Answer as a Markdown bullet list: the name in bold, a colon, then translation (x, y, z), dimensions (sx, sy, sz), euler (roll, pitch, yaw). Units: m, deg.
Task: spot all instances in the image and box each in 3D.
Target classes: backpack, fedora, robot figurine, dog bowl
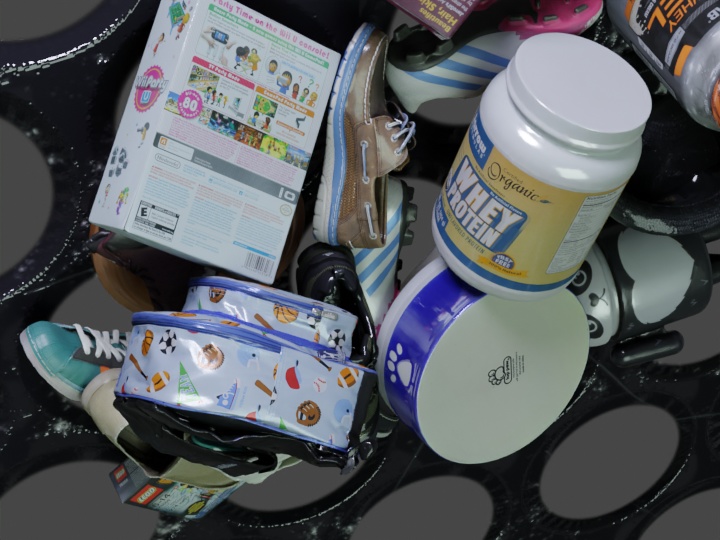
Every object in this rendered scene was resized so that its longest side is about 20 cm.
- **backpack**: translation (-0.100, 0.084, 1.214), dimensions (0.189, 0.156, 0.199), euler (11, 167, -29)
- **fedora**: translation (0.279, -0.112, 1.415), dimensions (0.198, 0.203, 0.092), euler (-10, 167, -17)
- **robot figurine**: translation (0.276, 0.002, 1.503), dimensions (0.198, 0.151, 0.125), euler (-17, 147, -11)
- **dog bowl**: translation (0.116, 0.078, 1.407), dimensions (0.198, 0.079, 0.202), euler (-15, 123, -25)

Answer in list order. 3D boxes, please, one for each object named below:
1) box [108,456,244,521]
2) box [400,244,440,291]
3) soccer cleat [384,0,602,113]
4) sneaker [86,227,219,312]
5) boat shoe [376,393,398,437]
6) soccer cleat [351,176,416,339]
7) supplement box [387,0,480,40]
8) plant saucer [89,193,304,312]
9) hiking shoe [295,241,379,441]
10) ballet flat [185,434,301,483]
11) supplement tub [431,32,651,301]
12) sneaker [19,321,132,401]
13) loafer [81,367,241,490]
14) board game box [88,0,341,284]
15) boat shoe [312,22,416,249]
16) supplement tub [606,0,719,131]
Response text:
- **box**: translation (-0.136, 0.169, 1.493), dimensions (0.200, 0.040, 0.137), euler (-41, 148, 13)
- **box**: translation (0.128, 0.062, 1.519), dimensions (0.199, 0.078, 0.095), euler (25, 115, -39)
- **soccer cleat**: translation (0.115, -0.197, 1.305), dimensions (0.198, 0.070, 0.087), euler (-18, 144, -4)
- **sneaker**: translation (-0.184, 0.004, 1.293), dimensions (0.114, 0.076, 0.202), euler (3, 117, -21)
- **boat shoe**: translation (-0.012, 0.101, 1.490), dimensions (0.060, 0.076, 0.200), euler (-36, 135, 16)
- **soccer cleat**: translation (0.000, 0.000, 1.406), dimensions (0.085, 0.070, 0.202), euler (4, 119, -5)
- **supplement box**: translation (0.070, -0.305, 1.156), dimensions (0.130, 0.104, 0.200), euler (26, 113, -39)
- **plant saucer**: translation (-0.144, -0.031, 1.344), dimensions (0.198, 0.032, 0.202), euler (-13, 132, -15)
- **hiking shoe**: translation (-0.021, 0.081, 1.328), dimensions (0.075, 0.101, 0.202), euler (-11, 108, -4)
- **ballet flat**: translation (-0.084, 0.163, 1.386), dimensions (0.199, 0.069, 0.070), euler (-16, 140, -49)
- **supplement tub**: translation (0.155, -0.087, 1.285), dimensions (0.143, 0.146, 0.201), euler (-2, 138, -24)
- **sneaker**: translation (-0.227, 0.082, 1.381), dimensions (0.080, 0.072, 0.200), euler (-41, 141, 11)
- **loafer**: translation (-0.174, 0.162, 1.373), dimensions (0.076, 0.069, 0.199), euler (-44, 131, 15)
- **board game box**: translation (-0.114, -0.108, 1.200), dimensions (0.147, 0.064, 0.202), euler (22, 83, -37)
- **boat shoe**: translation (0.010, -0.112, 1.280), dimensions (0.072, 0.072, 0.202), euler (15, 120, 10)
- **supplement tub**: translation (0.305, -0.204, 1.287), dimensions (0.121, 0.201, 0.123), euler (-13, 133, -15)
